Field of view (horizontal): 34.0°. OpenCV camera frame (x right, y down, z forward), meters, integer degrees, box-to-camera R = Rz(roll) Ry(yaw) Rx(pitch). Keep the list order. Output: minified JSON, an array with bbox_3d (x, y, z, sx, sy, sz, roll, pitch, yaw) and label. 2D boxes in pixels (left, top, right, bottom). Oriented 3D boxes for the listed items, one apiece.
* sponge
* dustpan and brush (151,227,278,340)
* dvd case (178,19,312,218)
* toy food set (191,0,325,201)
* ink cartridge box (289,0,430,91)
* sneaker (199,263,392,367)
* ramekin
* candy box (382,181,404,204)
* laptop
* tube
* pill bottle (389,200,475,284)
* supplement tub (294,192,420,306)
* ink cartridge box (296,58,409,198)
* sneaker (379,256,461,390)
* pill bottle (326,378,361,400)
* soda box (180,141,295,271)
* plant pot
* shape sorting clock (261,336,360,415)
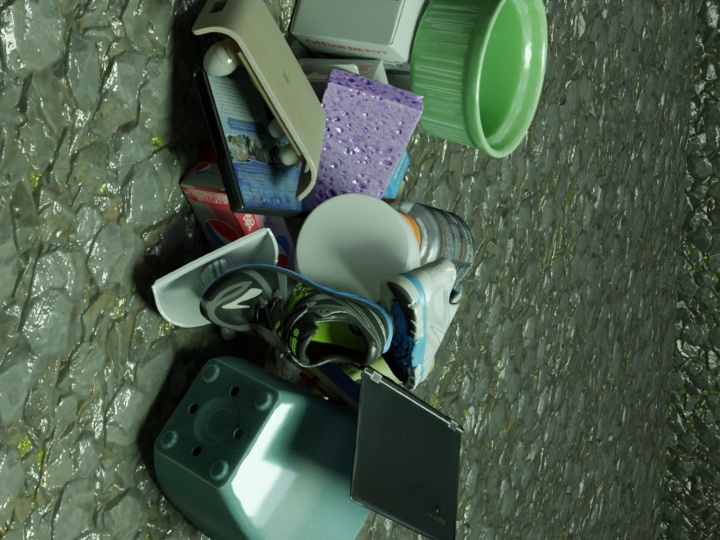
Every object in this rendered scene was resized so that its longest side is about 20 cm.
[{"bbox_3d":[-0.011,-0.135,1.351,0.201,0.110,0.030,116,-14,-46],"label":"sponge"},{"bbox_3d":[-0.150,0.032,1.272,0.138,0.058,0.200,-27,170,-13],"label":"dustpan and brush"},{"bbox_3d":[-0.118,-0.154,1.222,0.142,0.017,0.203,0,72,-63],"label":"dvd case"},{"bbox_3d":[-0.101,-0.185,1.207,0.202,0.060,0.144,60,17,-24],"label":"toy food set"},{"bbox_3d":[0.026,-0.277,1.419,0.199,0.144,0.085,28,77,-61],"label":"ink cartridge box"},{"bbox_3d":[-0.066,0.048,1.171,0.083,0.196,0.072,-67,170,-65],"label":"sneaker"},{"bbox_3d":[0.138,-0.241,1.384,0.200,0.096,0.203,-36,133,-51],"label":"ramekin"},{"bbox_3d":[-0.007,-0.041,1.539,0.115,0.055,0.203,29,74,-62],"label":"candy box"},{"bbox_3d":[0.015,0.174,1.250,0.187,0.199,0.117,36,85,-43],"label":"laptop"},{"bbox_3d":[0.019,0.139,1.589,0.198,0.052,0.059,-16,134,-43],"label":"tube"},{"bbox_3d":[0.072,-0.033,1.521,0.199,0.105,0.108,8,93,-66],"label":"pill bottle"},{"bbox_3d":[0.000,0.000,1.320,0.200,0.138,0.143,70,36,-77],"label":"supplement tub"},{"bbox_3d":[-0.021,-0.183,1.390,0.202,0.113,0.068,72,33,-44],"label":"ink cartridge box"},{"bbox_3d":[0.068,0.055,1.233,0.086,0.075,0.201,-33,158,-21],"label":"sneaker"},{"bbox_3d":[-0.048,0.231,1.456,0.199,0.111,0.112,-32,132,-22],"label":"pill bottle"},{"bbox_3d":[-0.126,-0.044,1.305,0.070,0.063,0.201,-59,147,-32],"label":"soda box"},{"bbox_3d":[-0.110,0.205,1.278,0.197,0.195,0.200,-58,141,-15],"label":"plant pot"},{"bbox_3d":[-0.057,0.117,1.360,0.039,0.199,0.200,-50,146,-10],"label":"shape sorting clock"}]
